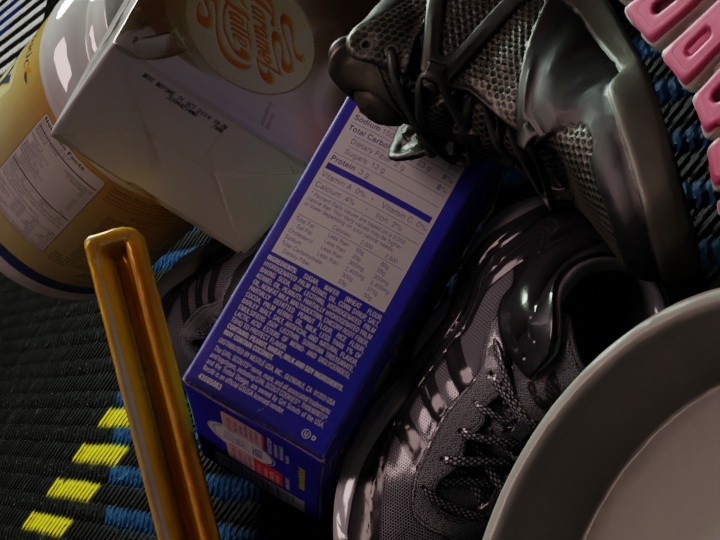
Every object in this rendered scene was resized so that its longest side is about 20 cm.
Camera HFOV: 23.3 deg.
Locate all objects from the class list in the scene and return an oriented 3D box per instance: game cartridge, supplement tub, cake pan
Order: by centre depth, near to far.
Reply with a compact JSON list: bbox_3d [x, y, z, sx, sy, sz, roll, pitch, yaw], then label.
[{"bbox_3d":[0.112,0.102,0.550,0.200,0.037,0.202,-35,40,37],"label":"cake pan"},{"bbox_3d":[-0.099,0.082,0.897,0.200,0.032,0.178,102,153,-80],"label":"game cartridge"},{"bbox_3d":[-0.137,-0.084,1.006,0.200,0.143,0.146,-37,32,46],"label":"supplement tub"}]

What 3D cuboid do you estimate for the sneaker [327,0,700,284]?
[{"bbox_3d":[0.058,-0.057,0.678,0.113,0.077,0.201,-24,50,2],"label":"sneaker"}]

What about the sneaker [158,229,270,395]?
[{"bbox_3d":[-0.070,0.033,1.012,0.200,0.075,0.114,-45,25,33],"label":"sneaker"}]

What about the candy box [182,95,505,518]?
[{"bbox_3d":[0.000,0.000,0.806,0.201,0.076,0.169,-60,-6,-15],"label":"candy box"}]

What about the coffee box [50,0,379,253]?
[{"bbox_3d":[-0.061,-0.123,0.883,0.080,0.114,0.201,-44,19,44],"label":"coffee box"}]

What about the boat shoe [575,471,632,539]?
[{"bbox_3d":[0.038,0.145,0.668,0.200,0.066,0.075,-54,22,21],"label":"boat shoe"}]

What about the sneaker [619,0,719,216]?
[{"bbox_3d":[0.162,-0.059,0.623,0.074,0.087,0.201,-46,49,31],"label":"sneaker"}]

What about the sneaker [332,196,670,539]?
[{"bbox_3d":[0.059,0.060,0.703,0.202,0.075,0.114,-64,19,-9],"label":"sneaker"}]
